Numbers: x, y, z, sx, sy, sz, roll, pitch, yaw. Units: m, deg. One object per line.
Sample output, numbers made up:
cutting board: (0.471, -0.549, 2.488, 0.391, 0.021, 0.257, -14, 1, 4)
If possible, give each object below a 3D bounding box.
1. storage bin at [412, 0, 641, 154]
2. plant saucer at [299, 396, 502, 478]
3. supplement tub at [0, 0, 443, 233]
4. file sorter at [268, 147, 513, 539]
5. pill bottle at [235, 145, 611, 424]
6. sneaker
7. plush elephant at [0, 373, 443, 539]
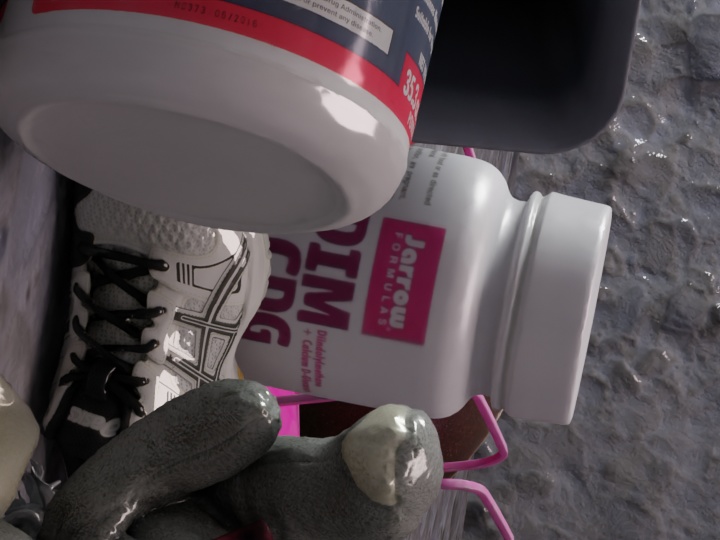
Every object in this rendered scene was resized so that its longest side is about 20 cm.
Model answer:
storage bin: (0.008, -0.148, 0.958, 0.134, 0.200, 0.146, -89, -175, -59)
plant saucer: (0.002, 0.039, 1.292, 0.032, 0.200, 0.200, 30, 66, -44)
supplement tub: (-0.035, -0.125, 0.790, 0.140, 0.140, 0.200, 78, 24, -72)
file sorter: (0.004, 0.037, 1.167, 0.139, 0.125, 0.200, 64, 22, -66)
pill bottle: (0.000, 0.000, 1.014, 0.113, 0.200, 0.113, 11, 90, -83)
sneaker: (-0.083, 0.032, 0.923, 0.088, 0.076, 0.200, -55, 151, -46)
plush elephant: (-0.087, 0.113, 0.751, 0.155, 0.200, 0.165, -9, 111, -58)
